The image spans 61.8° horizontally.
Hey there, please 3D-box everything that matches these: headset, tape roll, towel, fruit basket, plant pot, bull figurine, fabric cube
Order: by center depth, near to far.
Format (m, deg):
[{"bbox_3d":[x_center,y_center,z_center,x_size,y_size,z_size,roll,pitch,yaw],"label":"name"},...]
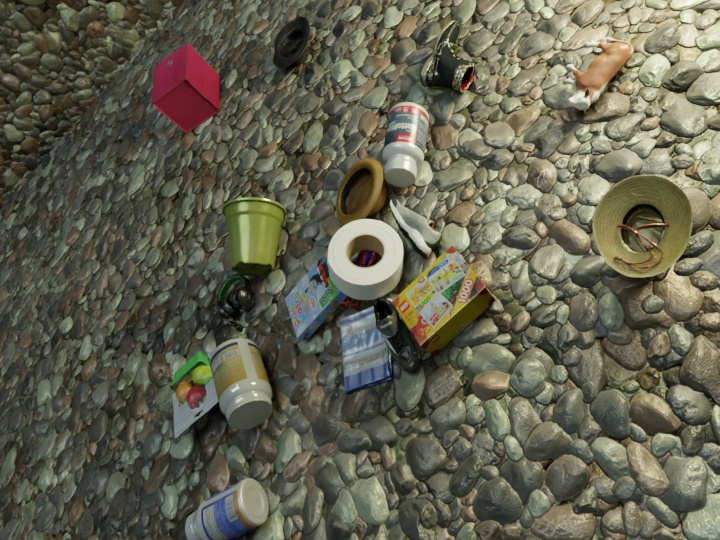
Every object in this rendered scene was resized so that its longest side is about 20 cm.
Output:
[{"bbox_3d":[0.557,-0.471,1.440,0.200,0.065,0.122,-44,52,6],"label":"bull figurine"},{"bbox_3d":[0.011,0.192,1.504,0.143,0.024,0.206,-22,55,26],"label":"towel"},{"bbox_3d":[0.013,-0.030,1.535,0.194,0.072,0.208,-2,57,3],"label":"tape roll"},{"bbox_3d":[-0.462,0.344,1.704,0.184,0.093,0.202,-40,45,11],"label":"fruit basket"},{"bbox_3d":[-0.380,0.095,1.788,0.122,0.094,0.204,-34,51,15],"label":"headset"},{"bbox_3d":[-0.320,-0.091,1.800,0.195,0.199,0.191,-12,70,29],"label":"plant pot"},{"bbox_3d":[-0.688,-0.716,2.378,0.191,0.200,0.205,-22,55,22],"label":"fabric cube"}]

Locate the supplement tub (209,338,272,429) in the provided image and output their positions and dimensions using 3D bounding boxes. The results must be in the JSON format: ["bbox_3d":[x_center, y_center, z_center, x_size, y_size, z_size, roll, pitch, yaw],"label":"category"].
[{"bbox_3d":[-0.315,0.300,1.597,0.143,0.144,0.203,-37,49,12],"label":"supplement tub"}]

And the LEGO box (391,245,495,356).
[{"bbox_3d":[0.192,0.070,1.403,0.199,0.077,0.150,-43,49,9],"label":"LEGO box"}]

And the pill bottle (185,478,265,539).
[{"bbox_3d":[-0.330,0.600,1.469,0.197,0.112,0.115,-31,51,18],"label":"pill bottle"}]

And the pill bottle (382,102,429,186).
[{"bbox_3d":[0.122,-0.342,1.649,0.116,0.119,0.207,-6,63,32],"label":"pill bottle"}]

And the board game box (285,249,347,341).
[{"bbox_3d":[-0.118,0.068,1.627,0.200,0.036,0.153,-47,43,21],"label":"board game box"}]

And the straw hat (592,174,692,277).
[{"bbox_3d":[0.570,-0.079,1.209,0.196,0.084,0.209,-11,72,35],"label":"straw hat"}]

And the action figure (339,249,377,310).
[{"bbox_3d":[0.000,0.000,1.601,0.064,0.051,0.206,3,66,41],"label":"action figure"}]

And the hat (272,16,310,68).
[{"bbox_3d":[-0.230,-0.809,2.181,0.196,0.080,0.208,-17,63,35],"label":"hat"}]

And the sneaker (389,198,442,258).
[{"bbox_3d":[0.141,-0.120,1.555,0.078,0.074,0.202,-36,55,0],"label":"sneaker"}]

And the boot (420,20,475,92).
[{"bbox_3d":[0.274,-0.607,1.717,0.152,0.073,0.208,27,87,38],"label":"boot"}]

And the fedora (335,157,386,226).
[{"bbox_3d":[0.013,-0.207,1.665,0.198,0.080,0.208,-24,57,43],"label":"fedora"}]

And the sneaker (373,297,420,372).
[{"bbox_3d":[0.077,0.147,1.423,0.065,0.090,0.204,-30,62,13],"label":"sneaker"}]
